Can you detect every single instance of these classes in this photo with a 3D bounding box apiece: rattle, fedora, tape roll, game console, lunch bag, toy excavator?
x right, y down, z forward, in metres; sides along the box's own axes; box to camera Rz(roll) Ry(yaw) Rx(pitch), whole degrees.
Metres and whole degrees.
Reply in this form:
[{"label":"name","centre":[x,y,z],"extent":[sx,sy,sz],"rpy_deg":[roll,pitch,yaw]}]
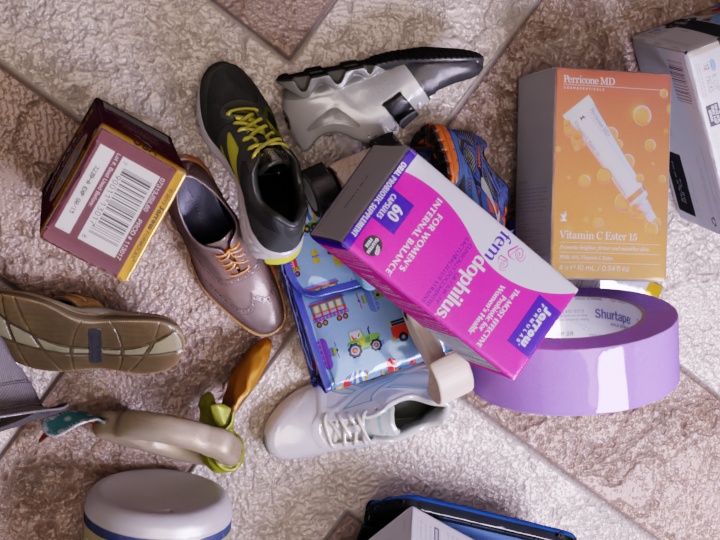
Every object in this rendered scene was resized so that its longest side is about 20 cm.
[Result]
[{"label":"rattle","centre":[-0.202,0.117,1.450],"extent":[0.199,0.130,0.144],"rpy_deg":[12,91,11]},{"label":"fedora","centre":[-0.367,0.105,1.362],"extent":[0.176,0.200,0.091],"rpy_deg":[-8,81,-34]},{"label":"tape roll","centre":[0.202,0.074,1.418],"extent":[0.199,0.200,0.066],"rpy_deg":[-7,106,-11]},{"label":"game console","centre":[0.097,0.313,1.542],"extent":[0.199,0.171,0.119],"rpy_deg":[15,73,-16]},{"label":"lunch bag","centre":[0.000,0.000,1.466],"extent":[0.150,0.094,0.201],"rpy_deg":[-18,93,-10]},{"label":"toy excavator","centre":[0.039,0.001,1.389],"extent":[0.099,0.195,0.201],"rpy_deg":[-25,129,-12]}]

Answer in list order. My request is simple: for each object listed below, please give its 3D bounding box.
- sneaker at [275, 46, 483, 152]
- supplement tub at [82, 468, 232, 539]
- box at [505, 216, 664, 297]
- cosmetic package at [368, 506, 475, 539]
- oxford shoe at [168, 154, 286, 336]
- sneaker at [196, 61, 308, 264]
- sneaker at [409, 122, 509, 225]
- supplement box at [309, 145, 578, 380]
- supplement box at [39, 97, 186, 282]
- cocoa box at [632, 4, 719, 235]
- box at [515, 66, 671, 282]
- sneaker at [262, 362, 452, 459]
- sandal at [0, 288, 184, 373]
[{"label":"sneaker","centre":[0.024,-0.162,1.431],"extent":[0.198,0.074,0.089],"rpy_deg":[-11,105,1]},{"label":"supplement tub","centre":[-0.202,0.309,1.455],"extent":[0.143,0.144,0.202],"rpy_deg":[3,103,-13]},{"label":"box","centre":[0.199,0.029,1.532],"extent":[0.199,0.041,0.120],"rpy_deg":[24,97,-14]},{"label":"cosmetic package","centre":[0.066,0.368,1.492],"extent":[0.199,0.123,0.199],"rpy_deg":[32,127,-21]},{"label":"oxford shoe","centre":[-0.132,-0.014,1.429],"extent":[0.071,0.073,0.201],"rpy_deg":[-34,108,-3]},{"label":"sneaker","centre":[-0.090,-0.110,1.379],"extent":[0.074,0.085,0.201],"rpy_deg":[-18,79,-24]},{"label":"sneaker","centre":[0.117,-0.054,1.441],"extent":[0.078,0.075,0.201],"rpy_deg":[-8,74,-32]},{"label":"supplement box","centre":[0.072,-0.007,1.285],"extent":[0.200,0.103,0.101],"rpy_deg":[38,83,-18]},{"label":"supplement box","centre":[-0.223,-0.077,1.326],"extent":[0.085,0.200,0.111],"rpy_deg":[29,96,-16]},{"label":"cocoa box","centre":[0.374,-0.153,1.475],"extent":[0.130,0.133,0.201],"rpy_deg":[-21,107,-7]},{"label":"box","centre":[0.225,-0.091,1.454],"extent":[0.123,0.097,0.202],"rpy_deg":[1,90,-16]},{"label":"sneaker","centre":[-0.002,0.145,1.495],"extent":[0.199,0.080,0.071],"rpy_deg":[-17,108,-6]},{"label":"sandal","centre":[-0.266,0.053,1.424],"extent":[0.198,0.054,0.081],"rpy_deg":[7,121,-7]}]
